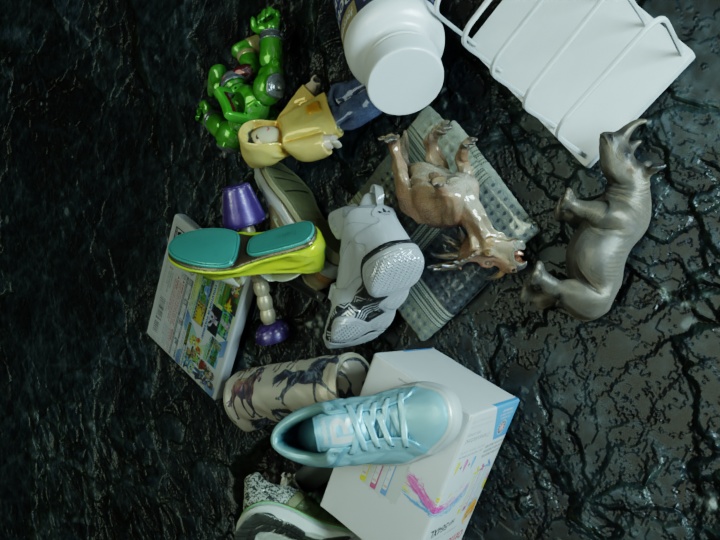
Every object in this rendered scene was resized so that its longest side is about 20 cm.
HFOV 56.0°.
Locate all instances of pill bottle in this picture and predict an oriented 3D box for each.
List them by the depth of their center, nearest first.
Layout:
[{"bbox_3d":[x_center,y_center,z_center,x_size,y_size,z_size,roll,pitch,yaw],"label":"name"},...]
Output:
[{"bbox_3d":[0.030,-0.268,0.735,0.110,0.110,0.204,-34,48,28],"label":"pill bottle"}]

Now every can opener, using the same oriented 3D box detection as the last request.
[{"bbox_3d":[-0.047,0.245,0.817,0.066,0.053,0.201,31,131,-7],"label":"can opener"}]

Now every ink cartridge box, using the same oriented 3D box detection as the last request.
[{"bbox_3d":[0.059,0.204,0.715,0.124,0.127,0.205,26,103,32],"label":"ink cartridge box"}]

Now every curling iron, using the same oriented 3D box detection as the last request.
[{"bbox_3d":[-0.117,0.005,0.911,0.197,0.025,0.051,21,108,33],"label":"curling iron"}]

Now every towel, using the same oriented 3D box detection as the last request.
[{"bbox_3d":[0.080,-0.055,0.778,0.193,0.034,0.202,-48,65,26],"label":"towel"}]

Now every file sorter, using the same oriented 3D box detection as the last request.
[{"bbox_3d":[0.187,-0.228,0.652,0.139,0.123,0.202,-48,64,23],"label":"file sorter"}]

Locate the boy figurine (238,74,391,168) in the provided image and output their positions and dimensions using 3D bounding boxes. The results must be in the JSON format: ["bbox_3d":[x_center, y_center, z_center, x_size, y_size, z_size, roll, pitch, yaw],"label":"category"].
[{"bbox_3d":[-0.060,-0.188,0.826,0.195,0.065,0.127,-21,55,13],"label":"boy figurine"}]

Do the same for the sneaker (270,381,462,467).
[{"bbox_3d":[-0.001,0.153,0.632,0.197,0.081,0.076,-22,76,32],"label":"sneaker"}]

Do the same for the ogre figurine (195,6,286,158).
[{"bbox_3d":[-0.159,-0.238,0.913,0.197,0.098,0.122,-29,60,18],"label":"ogre figurine"}]

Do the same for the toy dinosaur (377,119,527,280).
[{"bbox_3d":[0.080,-0.072,0.715,0.200,0.084,0.138,44,151,45],"label":"toy dinosaur"}]

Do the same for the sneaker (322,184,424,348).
[{"bbox_3d":[0.000,0.000,0.773,0.201,0.073,0.117,-56,44,46],"label":"sneaker"}]

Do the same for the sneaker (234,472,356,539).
[{"bbox_3d":[-0.057,0.278,0.769,0.077,0.198,0.090,-42,37,19],"label":"sneaker"}]

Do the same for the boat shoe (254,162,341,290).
[{"bbox_3d":[-0.088,-0.063,0.864,0.069,0.074,0.201,-52,55,26],"label":"boat shoe"}]

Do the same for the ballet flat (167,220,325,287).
[{"bbox_3d":[-0.132,-0.012,0.799,0.194,0.068,0.068,-5,47,15],"label":"ballet flat"}]

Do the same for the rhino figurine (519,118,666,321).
[{"bbox_3d":[0.229,-0.046,0.647,0.086,0.060,0.205,22,100,8],"label":"rhino figurine"}]

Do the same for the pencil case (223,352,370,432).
[{"bbox_3d":[-0.075,0.154,0.841,0.196,0.090,0.079,-13,45,33],"label":"pencil case"}]

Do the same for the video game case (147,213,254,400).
[{"bbox_3d":[-0.232,0.050,0.975,0.181,0.022,0.204,34,114,32],"label":"video game case"}]

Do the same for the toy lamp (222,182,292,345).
[{"bbox_3d":[-0.133,-0.008,0.859,0.057,0.058,0.205,-4,107,34],"label":"toy lamp"}]
